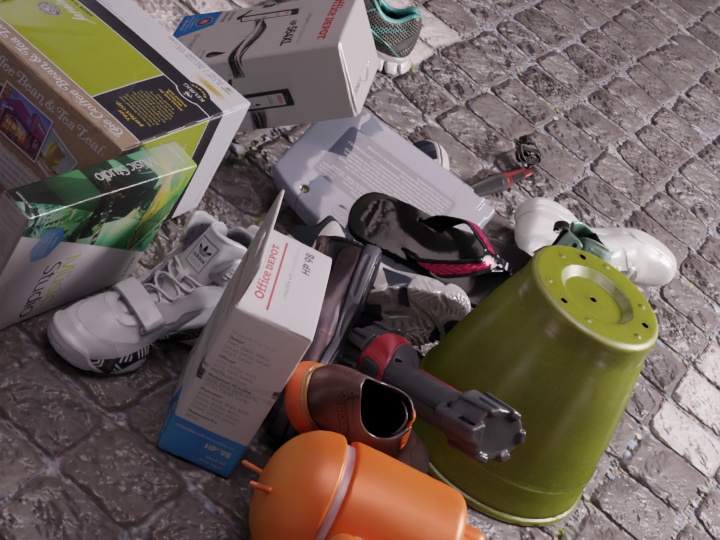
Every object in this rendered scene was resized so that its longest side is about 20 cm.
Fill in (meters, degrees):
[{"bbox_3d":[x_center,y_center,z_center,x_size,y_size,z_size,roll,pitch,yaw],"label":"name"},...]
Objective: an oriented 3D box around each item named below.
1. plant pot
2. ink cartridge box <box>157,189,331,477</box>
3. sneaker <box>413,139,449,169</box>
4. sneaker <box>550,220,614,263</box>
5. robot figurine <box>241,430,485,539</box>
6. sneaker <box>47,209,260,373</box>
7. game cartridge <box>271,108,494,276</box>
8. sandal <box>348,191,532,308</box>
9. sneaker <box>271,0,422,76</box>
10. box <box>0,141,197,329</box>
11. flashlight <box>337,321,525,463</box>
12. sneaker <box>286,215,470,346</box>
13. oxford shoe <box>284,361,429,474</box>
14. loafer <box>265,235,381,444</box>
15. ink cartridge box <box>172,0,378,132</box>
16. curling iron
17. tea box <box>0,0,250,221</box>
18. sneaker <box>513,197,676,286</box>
[{"bbox_3d":[0.162,0.089,1.348,0.199,0.193,0.201,22,34,-16],"label":"plant pot"},{"bbox_3d":[-0.083,0.050,1.185,0.066,0.201,0.116,26,33,-9],"label":"ink cartridge box"},{"bbox_3d":[0.043,-0.085,1.585,0.079,0.079,0.201,29,34,-16],"label":"sneaker"},{"bbox_3d":[0.213,0.032,1.537,0.073,0.118,0.201,21,35,-20],"label":"sneaker"},{"bbox_3d":[0.000,0.195,1.145,0.199,0.117,0.144,27,44,-10],"label":"robot figurine"},{"bbox_3d":[-0.163,0.013,1.245,0.199,0.115,0.075,-12,52,-48],"label":"sneaker"},{"bbox_3d":[0.017,-0.071,1.497,0.200,0.042,0.133,37,70,11],"label":"game cartridge"},{"bbox_3d":[0.081,-0.022,1.436,0.199,0.045,0.075,24,63,5],"label":"sandal"},{"bbox_3d":[-0.013,-0.319,1.836,0.199,0.091,0.078,22,33,-16],"label":"sneaker"},{"bbox_3d":[-0.232,-0.025,1.210,0.036,0.145,0.200,45,35,12],"label":"box"},{"bbox_3d":[0.060,0.105,1.284,0.068,0.068,0.200,-42,37,-18],"label":"flashlight"},{"bbox_3d":[0.000,0.000,1.419,0.197,0.080,0.130,-2,45,-12],"label":"sneaker"},{"bbox_3d":[0.016,0.133,1.216,0.200,0.072,0.072,40,55,-52],"label":"oxford shoe"},{"bbox_3d":[-0.044,0.057,1.294,0.063,0.072,0.201,21,63,8],"label":"loafer"},{"bbox_3d":[-0.093,-0.210,1.535,0.198,0.085,0.146,-7,30,14],"label":"ink cartridge box"},{"bbox_3d":[0.159,-0.113,1.764,0.200,0.025,0.050,-33,106,-51],"label":"curling iron"},{"bbox_3d":[-0.246,-0.142,1.364,0.200,0.134,0.196,41,33,14],"label":"tea box"},{"bbox_3d":[0.261,-0.007,1.689,0.199,0.075,0.089,18,47,-11],"label":"sneaker"}]
